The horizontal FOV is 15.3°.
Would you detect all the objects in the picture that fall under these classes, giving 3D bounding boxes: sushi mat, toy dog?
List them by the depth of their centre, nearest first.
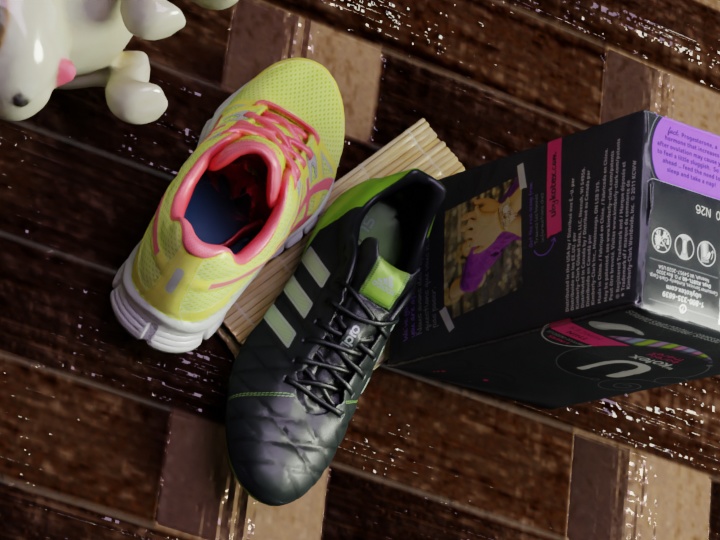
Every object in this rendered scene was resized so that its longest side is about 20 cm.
[{"bbox_3d":[-0.162,-0.158,1.343,0.194,0.140,0.200,37,54,1],"label":"toy dog"},{"bbox_3d":[0.000,0.000,1.458,0.200,0.012,0.096,-37,94,-37],"label":"sushi mat"}]

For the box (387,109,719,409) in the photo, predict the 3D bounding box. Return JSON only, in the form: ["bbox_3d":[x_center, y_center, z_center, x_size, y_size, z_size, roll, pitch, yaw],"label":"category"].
[{"bbox_3d":[0.123,0.000,1.409,0.122,0.200,0.106,16,70,-34],"label":"box"}]

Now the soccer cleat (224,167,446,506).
[{"bbox_3d":[-0.013,0.028,1.379,0.067,0.081,0.200,34,57,-18],"label":"soccer cleat"}]

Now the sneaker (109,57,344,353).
[{"bbox_3d":[-0.054,-0.047,1.384,0.078,0.090,0.200,30,51,-3],"label":"sneaker"}]
